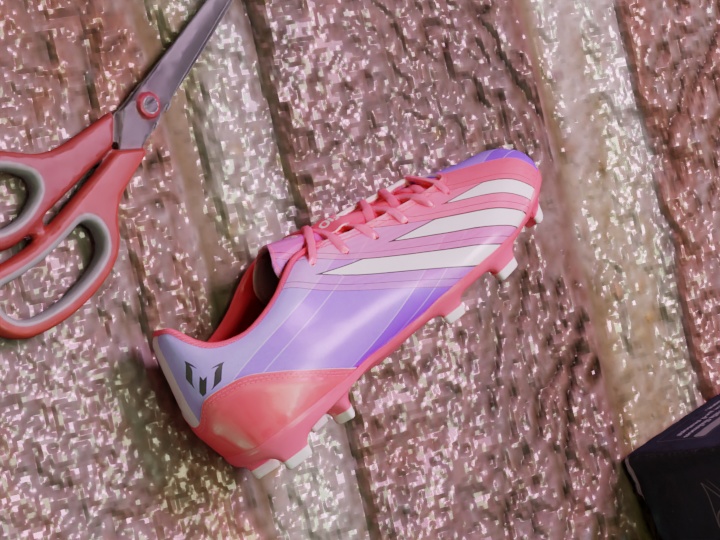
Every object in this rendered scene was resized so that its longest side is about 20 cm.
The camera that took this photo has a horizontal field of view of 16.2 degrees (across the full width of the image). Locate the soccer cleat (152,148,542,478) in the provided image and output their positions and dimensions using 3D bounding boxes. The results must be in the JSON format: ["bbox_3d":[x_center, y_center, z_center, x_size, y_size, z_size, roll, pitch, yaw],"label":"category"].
[{"bbox_3d":[0.000,0.000,1.021,0.200,0.067,0.077,-44,103,-30],"label":"soccer cleat"}]

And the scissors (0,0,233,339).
[{"bbox_3d":[-0.088,-0.051,0.997,0.200,0.014,0.073,-42,104,-34],"label":"scissors"}]

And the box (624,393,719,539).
[{"bbox_3d":[0.250,0.137,1.091,0.117,0.200,0.198,-29,100,-35],"label":"box"}]
